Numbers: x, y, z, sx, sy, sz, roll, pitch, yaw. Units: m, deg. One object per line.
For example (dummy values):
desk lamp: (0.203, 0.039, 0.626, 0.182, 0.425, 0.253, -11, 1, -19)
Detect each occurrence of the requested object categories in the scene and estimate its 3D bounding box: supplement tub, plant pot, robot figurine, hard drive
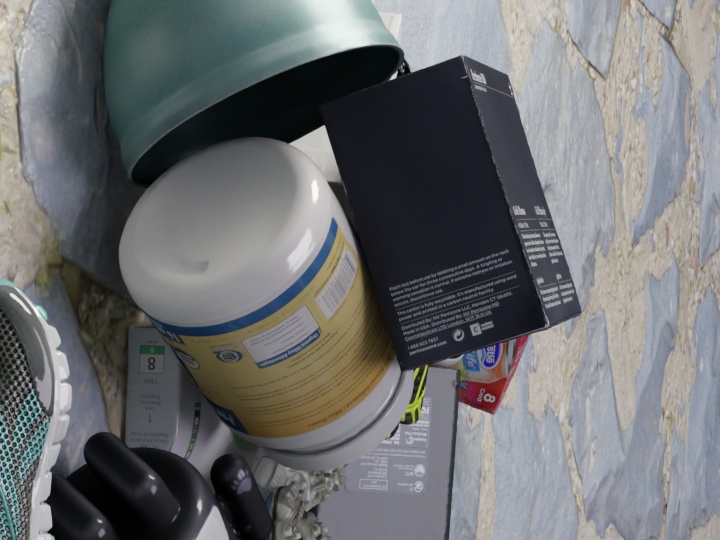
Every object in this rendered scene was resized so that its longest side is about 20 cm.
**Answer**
supplement tub: (-0.055, 0.026, 1.369, 0.200, 0.144, 0.145, 59, 38, -44)
plant pot: (-0.089, -0.158, 1.371, 0.135, 0.200, 0.200, 64, 22, 8)
robot figurine: (-0.136, 0.193, 1.322, 0.125, 0.149, 0.201, -91, 163, -45)
hard drive: (0.012, 0.175, 1.683, 0.139, 0.033, 0.201, 7, 86, -31)

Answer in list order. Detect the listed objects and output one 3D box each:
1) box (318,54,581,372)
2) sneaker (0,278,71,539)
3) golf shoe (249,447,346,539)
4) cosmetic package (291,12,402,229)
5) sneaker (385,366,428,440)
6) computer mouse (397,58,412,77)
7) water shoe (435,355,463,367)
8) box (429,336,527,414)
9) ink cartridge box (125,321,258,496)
box: (0.066, -0.038, 1.406, 0.200, 0.104, 0.183, -4, 77, -78)
sneaker: (-0.218, 0.105, 1.187, 0.091, 0.077, 0.201, 1, 88, -63)
golf shoe: (-0.068, 0.157, 1.476, 0.078, 0.097, 0.200, 56, 25, -24)
cosmetic package: (-0.021, -0.116, 1.554, 0.201, 0.082, 0.051, -78, 170, -45)
sneaker: (-0.004, 0.086, 1.557, 0.200, 0.076, 0.076, 31, 68, -75)
computer mouse: (0.037, -0.130, 1.778, 0.200, 0.046, 0.141, 60, 1, -43)
water shoe: (0.061, -0.010, 1.681, 0.201, 0.078, 0.072, 68, 30, -24)
box: (0.106, 0.041, 1.847, 0.200, 0.095, 0.100, -51, 161, -73)
ink cartridge box: (-0.111, 0.140, 1.473, 0.161, 0.050, 0.201, 10, 79, -67)
